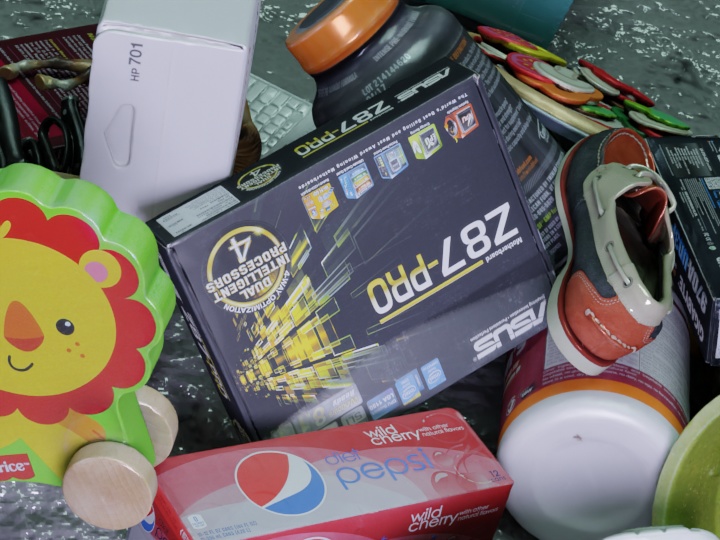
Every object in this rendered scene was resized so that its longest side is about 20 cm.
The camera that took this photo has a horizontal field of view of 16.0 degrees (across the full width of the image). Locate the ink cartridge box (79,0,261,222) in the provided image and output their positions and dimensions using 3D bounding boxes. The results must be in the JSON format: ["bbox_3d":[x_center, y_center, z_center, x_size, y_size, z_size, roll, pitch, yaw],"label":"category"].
[{"bbox_3d":[-0.101,-0.134,1.439,0.085,0.147,0.201,8,42,-4],"label":"ink cartridge box"}]

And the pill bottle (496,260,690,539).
[{"bbox_3d":[0.138,0.061,1.484,0.109,0.110,0.201,15,35,-3],"label":"pill bottle"}]

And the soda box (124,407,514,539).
[{"bbox_3d":[-0.021,0.130,1.363,0.199,0.064,0.070,-9,43,-32],"label":"soda box"}]

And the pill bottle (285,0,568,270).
[{"bbox_3d":[0.044,-0.082,1.503,0.200,0.106,0.106,50,33,-14],"label":"pill bottle"}]

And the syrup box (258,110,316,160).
[{"bbox_3d":[-0.014,-0.044,1.588,0.081,0.079,0.200,26,36,14],"label":"syrup box"}]

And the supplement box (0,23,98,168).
[{"bbox_3d":[-0.218,-0.086,1.574,0.199,0.061,0.109,-14,48,-36],"label":"supplement box"}]

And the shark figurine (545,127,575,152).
[{"bbox_3d":[0.115,-0.076,1.641,0.127,0.090,0.215,-16,38,18],"label":"shark figurine"}]

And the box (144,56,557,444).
[{"bbox_3d":[0.000,0.000,1.404,0.199,0.162,0.049,-29,28,-14],"label":"box"}]

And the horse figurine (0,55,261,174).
[{"bbox_3d":[-0.123,-0.107,1.553,0.132,0.050,0.200,-23,52,-36],"label":"horse figurine"}]

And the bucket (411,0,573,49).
[{"bbox_3d":[0.118,-0.268,1.850,0.134,0.208,0.208,29,35,0],"label":"bucket"}]

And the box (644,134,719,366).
[{"bbox_3d":[0.257,-0.017,1.476,0.158,0.046,0.200,-2,30,-6],"label":"box"}]

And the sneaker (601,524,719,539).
[{"bbox_3d":[0.096,0.190,1.324,0.198,0.078,0.100,-6,77,-3],"label":"sneaker"}]

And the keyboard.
[{"bbox_3d":[-0.105,-0.049,1.560,0.056,0.011,0.200,30,57,15],"label":"keyboard"}]

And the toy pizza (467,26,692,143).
[{"bbox_3d":[0.143,-0.112,1.644,0.199,0.032,0.200,26,13,-6],"label":"toy pizza"}]

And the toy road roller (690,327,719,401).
[{"bbox_3d":[0.236,0.025,1.575,0.145,0.124,0.200,14,32,21],"label":"toy road roller"}]

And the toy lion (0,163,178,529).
[{"bbox_3d":[-0.183,0.037,1.260,0.199,0.193,0.069,-6,31,17],"label":"toy lion"}]

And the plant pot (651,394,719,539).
[{"bbox_3d":[0.291,0.137,1.404,0.200,0.201,0.189,36,27,25],"label":"plant pot"}]

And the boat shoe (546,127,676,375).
[{"bbox_3d":[0.149,-0.023,1.436,0.071,0.063,0.201,37,34,-16],"label":"boat shoe"}]

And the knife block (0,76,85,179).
[{"bbox_3d":[-0.188,-0.014,1.427,0.176,0.064,0.200,44,36,-8],"label":"knife block"}]
